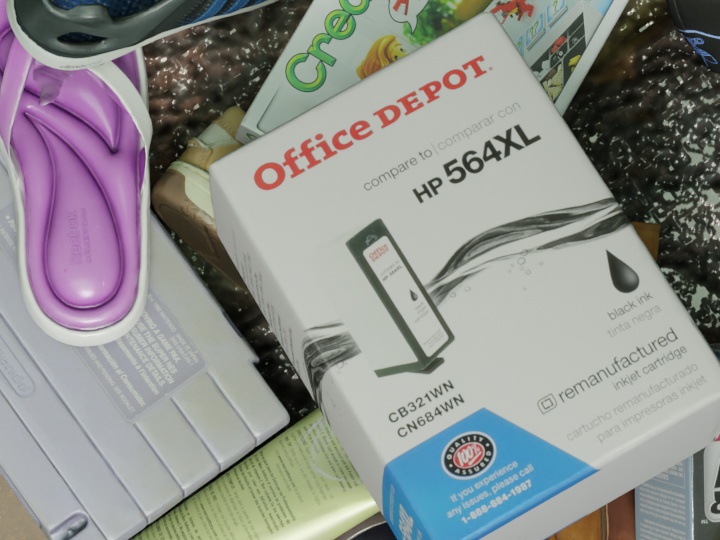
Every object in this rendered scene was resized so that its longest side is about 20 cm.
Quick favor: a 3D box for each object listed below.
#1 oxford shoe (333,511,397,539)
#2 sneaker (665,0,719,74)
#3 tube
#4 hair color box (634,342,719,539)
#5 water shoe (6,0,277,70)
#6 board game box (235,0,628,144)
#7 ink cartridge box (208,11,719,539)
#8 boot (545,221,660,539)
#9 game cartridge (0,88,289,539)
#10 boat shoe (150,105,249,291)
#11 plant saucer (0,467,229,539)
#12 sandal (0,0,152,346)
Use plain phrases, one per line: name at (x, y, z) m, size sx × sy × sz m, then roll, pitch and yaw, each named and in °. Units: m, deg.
oxford shoe at (-0.038, 0.167, 1.291) m, size 0.071 × 0.073 × 0.200 m, roll 39°, pitch 94°, yaw -25°
sneaker at (0.231, -0.163, 1.284) m, size 0.200 × 0.070 × 0.078 m, roll -25°, pitch 119°, yaw -5°
tube at (-0.069, 0.131, 1.275) m, size 0.200 × 0.052 × 0.058 m, roll -35°, pitch 85°, yaw 3°
hair color box at (0.183, 0.135, 1.282) m, size 0.099 × 0.061 × 0.201 m, roll -4°, pitch 96°, yaw -22°
water shoe at (-0.064, -0.149, 1.249) m, size 0.200 × 0.079 × 0.072 m, roll -33°, pitch 93°, yaw -23°
board game box at (0.046, -0.115, 1.278) m, size 0.126 × 0.035 × 0.200 m, roll 30°, pitch 80°, yaw -1°
ink cartridge box at (0.044, 0.013, 1.177) m, size 0.146 × 0.084 × 0.200 m, roll -29°, pitch 73°, yaw -9°
boot at (0.076, 0.071, 1.246) m, size 0.068 × 0.188 × 0.201 m, roll 9°, pitch 97°, yaw 44°
game cartridge at (-0.138, 0.024, 1.287) m, size 0.129 × 0.038 × 0.200 m, roll -34°, pitch 83°, yaw -16°
boat shoe at (0.000, 0.000, 1.293) m, size 0.200 × 0.072 × 0.076 m, roll 41°, pitch 74°, yaw -8°
plant saucer at (-0.161, 0.114, 1.319) m, size 0.199 × 0.032 × 0.201 m, roll 0°, pitch 93°, yaw 1°
sandal at (-0.132, -0.068, 1.267) m, size 0.082 × 0.050 × 0.203 m, roll -12°, pitch 78°, yaw -10°
